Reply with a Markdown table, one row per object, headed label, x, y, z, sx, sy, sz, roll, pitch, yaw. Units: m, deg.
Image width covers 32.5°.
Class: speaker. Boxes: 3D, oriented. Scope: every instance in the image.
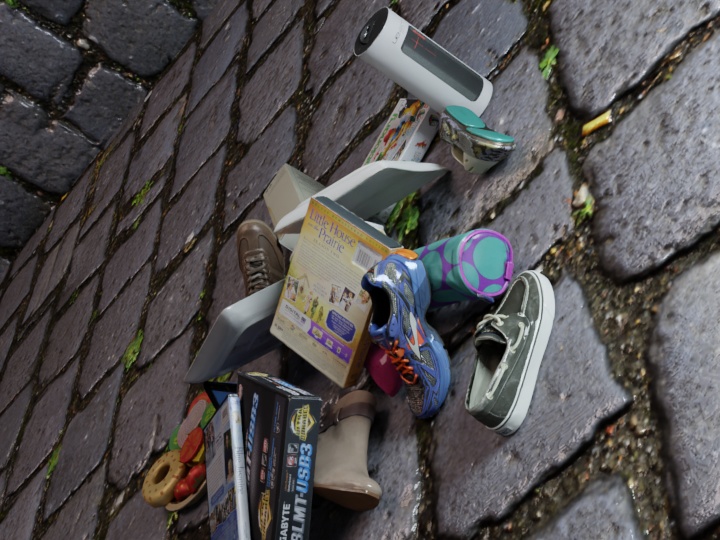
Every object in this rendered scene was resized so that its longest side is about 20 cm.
| label | x | y | z | sx | sy | sz | roll | pitch | yaw |
| --- | --- | --- | --- | --- | --- | --- | --- | --- | --- |
| speaker | 0.088 | -0.286 | 1.749 | 0.081 | 0.200 | 0.081 | -44 | 28 | 30 |

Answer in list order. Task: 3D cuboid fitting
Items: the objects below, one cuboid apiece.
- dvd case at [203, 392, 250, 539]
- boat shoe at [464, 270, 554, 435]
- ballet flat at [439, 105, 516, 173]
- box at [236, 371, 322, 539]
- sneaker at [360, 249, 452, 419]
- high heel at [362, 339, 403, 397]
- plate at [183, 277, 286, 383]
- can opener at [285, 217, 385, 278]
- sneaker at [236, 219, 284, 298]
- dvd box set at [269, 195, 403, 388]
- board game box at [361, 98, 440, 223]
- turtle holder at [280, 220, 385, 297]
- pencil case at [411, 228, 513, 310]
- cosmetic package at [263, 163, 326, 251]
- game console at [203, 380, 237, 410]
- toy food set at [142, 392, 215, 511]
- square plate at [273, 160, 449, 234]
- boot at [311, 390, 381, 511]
| label | x | y | z | sx | sy | sz | roll | pitch | yaw |
| --- | --- | --- | --- | --- | --- | --- | --- | --- | --- |
| dvd case | -0.173 | 0.275 | 1.585 | 0.143 | 0.017 | 0.201 | 128 | 139 | -57 |
| boat shoe | 0.160 | 0.077 | 1.339 | 0.071 | 0.064 | 0.201 | -29 | 37 | 48 |
| ballet flat | 0.156 | -0.168 | 1.663 | 0.072 | 0.072 | 0.200 | -54 | 24 | 8 |
| box | -0.111 | 0.237 | 1.523 | 0.198 | 0.049 | 0.201 | -168 | 83 | -66 |
| sneaker | 0.046 | 0.079 | 1.451 | 0.075 | 0.078 | 0.201 | -16 | 89 | 56 |
| high heel | 0.000 | 0.118 | 1.608 | 0.200 | 0.067 | 0.097 | -16 | 56 | 63 |
| plate | -0.143 | 0.082 | 1.759 | 0.200 | 0.032 | 0.200 | -26 | -19 | -39 |
| can opener | -0.041 | -0.004 | 1.841 | 0.200 | 0.066 | 0.053 | -42 | 26 | 23 |
| sneaker | -0.146 | 0.022 | 1.893 | 0.070 | 0.201 | 0.076 | -11 | 22 | 0 |
| dvd box set | -0.034 | 0.026 | 1.555 | 0.146 | 0.029 | 0.201 | 33 | 117 | 33 |
| board game box | 0.050 | -0.171 | 1.893 | 0.201 | 0.035 | 0.126 | -60 | 23 | -5 |
| turtle holder | -0.010 | -0.003 | 1.648 | 0.185 | 0.141 | 0.132 | 15 | 91 | 51 |
| pencil case | 0.098 | 0.010 | 1.503 | 0.200 | 0.092 | 0.085 | -17 | 48 | 55 |
| cosmetic package | -0.086 | -0.087 | 1.976 | 0.071 | 0.105 | 0.200 | -53 | 22 | 14 |
| game console | -0.174 | 0.257 | 1.709 | 0.200 | 0.118 | 0.171 | -6 | 55 | 62 |
| toy food set | -0.263 | 0.283 | 1.939 | 0.200 | 0.049 | 0.199 | -16 | 47 | 58 |
| square plate | 0.001 | -0.105 | 1.714 | 0.198 | 0.200 | 0.029 | -29 | 79 | 27 |
| boot | -0.013 | 0.216 | 1.507 | 0.200 | 0.070 | 0.147 | -18 | 43 | 56 |
